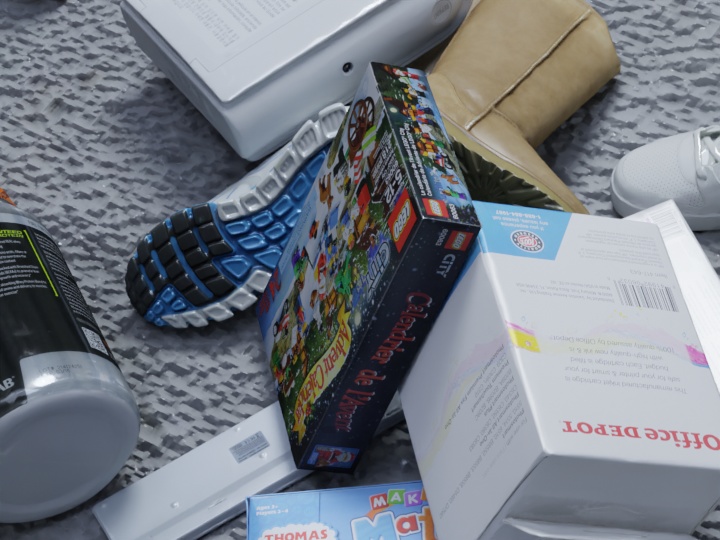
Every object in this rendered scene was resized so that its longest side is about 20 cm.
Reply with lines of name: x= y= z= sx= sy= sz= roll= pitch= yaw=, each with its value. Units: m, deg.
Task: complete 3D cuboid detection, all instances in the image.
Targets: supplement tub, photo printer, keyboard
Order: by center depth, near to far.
keyboard: x=-0.062 y=0.112 z=1.392 sx=0.200 sy=0.011 sz=0.056 roll=-29 pitch=48 yaw=-11
supplement tub: x=-0.222 y=0.043 z=1.404 sx=0.122 sy=0.123 sz=0.200 roll=-25 pitch=53 yaw=-7
photo printer: x=-0.036 y=-0.177 z=1.517 sx=0.200 sy=0.069 sz=0.166 roll=-34 pitch=47 yaw=-11

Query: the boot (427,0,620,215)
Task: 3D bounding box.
boot: x=0.117 y=-0.092 z=1.447 sx=0.175 sy=0.066 sz=0.200 roll=43 pitch=43 yaw=2

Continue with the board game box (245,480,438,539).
board game box: x=0.010 y=0.211 z=1.284 sx=0.151 sy=0.037 sz=0.200 roll=-6 pitch=54 yaw=7

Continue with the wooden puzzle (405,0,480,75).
wooden puzzle: x=0.014 y=-0.206 z=1.597 sx=0.200 sy=0.037 sz=0.185 roll=22 pitch=62 yaw=31

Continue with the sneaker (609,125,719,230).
sneaker: x=0.245 y=-0.086 z=1.406 sx=0.200 sy=0.116 sz=0.074 roll=-6 pitch=55 yaw=10

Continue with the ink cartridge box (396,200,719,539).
ink cartridge box: x=0.110 y=0.081 z=1.275 sx=0.128 sy=0.125 sz=0.200 roll=7 pitch=48 yaw=-25

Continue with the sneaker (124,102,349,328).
sneaker: x=-0.058 y=-0.032 z=1.467 sx=0.200 sy=0.087 sz=0.075 roll=-34 pitch=93 yaw=7

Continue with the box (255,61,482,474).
box: x=0.000 y=0.000 z=1.339 sx=0.038 sy=0.200 sz=0.137 roll=8 pitch=40 yaw=-23

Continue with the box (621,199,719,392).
box: x=0.208 y=0.044 z=1.364 sx=0.041 sy=0.039 sz=0.200 roll=-23 pitch=53 yaw=-4
